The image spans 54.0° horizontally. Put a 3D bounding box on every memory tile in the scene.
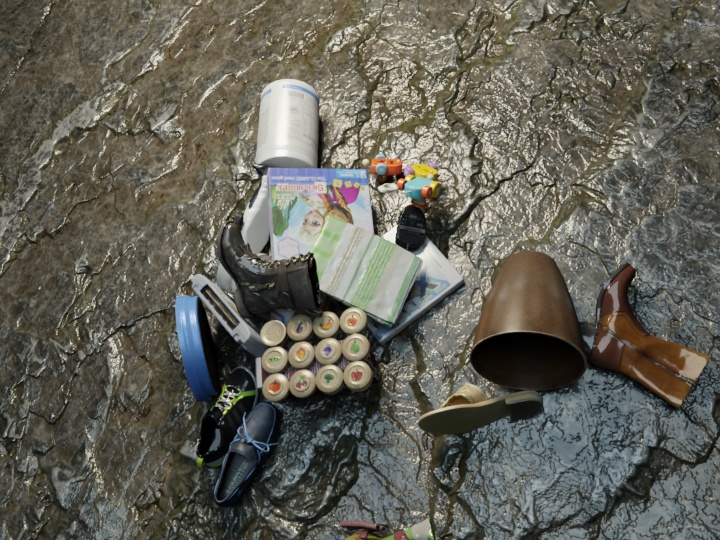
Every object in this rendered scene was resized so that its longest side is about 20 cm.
[{"bbox_3d":[-0.080,0.145,1.234,0.199,0.017,0.154,-10,63,12],"label":"memory tile"}]

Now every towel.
[{"bbox_3d":[0.000,0.000,1.311,0.199,0.031,0.150,26,71,2],"label":"towel"}]

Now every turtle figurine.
[{"bbox_3d":[0.034,0.476,1.106,0.193,0.200,0.144,-17,97,4],"label":"turtle figurine"}]

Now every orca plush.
[{"bbox_3d":[-0.226,-0.124,1.469,0.071,0.105,0.201,25,117,47],"label":"orca plush"}]

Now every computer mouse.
[{"bbox_3d":[0.088,-0.032,1.360,0.058,0.034,0.201,13,73,-5],"label":"computer mouse"}]

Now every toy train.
[{"bbox_3d":[0.082,-0.174,1.409,0.150,0.056,0.200,-1,28,-4],"label":"toy train"}]

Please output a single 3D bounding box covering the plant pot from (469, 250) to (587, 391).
[{"bbox_3d":[0.288,0.073,1.208,0.186,0.187,0.201,0,52,16],"label":"plant pot"}]

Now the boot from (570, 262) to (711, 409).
[{"bbox_3d":[0.484,0.103,1.184,0.200,0.069,0.189,27,76,24],"label":"boot"}]

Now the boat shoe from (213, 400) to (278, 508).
[{"bbox_3d":[-0.200,0.332,1.271,0.084,0.069,0.201,17,76,7],"label":"boat shoe"}]

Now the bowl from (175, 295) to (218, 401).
[{"bbox_3d":[-0.302,0.143,1.323,0.039,0.201,0.201,-12,63,-7],"label":"bowl"}]

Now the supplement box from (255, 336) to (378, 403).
[{"bbox_3d":[-0.078,0.183,1.287,0.199,0.109,0.061,-14,62,11],"label":"supplement box"}]

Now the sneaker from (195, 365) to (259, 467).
[{"bbox_3d":[-0.248,0.270,1.311,0.071,0.083,0.201,9,69,19],"label":"sneaker"}]

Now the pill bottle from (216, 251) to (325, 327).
[{"bbox_3d":[-0.177,0.036,1.379,0.200,0.114,0.114,28,76,25],"label":"pill bottle"}]

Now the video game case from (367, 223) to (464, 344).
[{"bbox_3d":[0.068,0.016,1.369,0.200,0.022,0.182,-37,62,-2],"label":"video game case"}]

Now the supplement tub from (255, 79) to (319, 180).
[{"bbox_3d":[-0.154,-0.292,1.512,0.131,0.132,0.201,-5,65,14],"label":"supplement tub"}]

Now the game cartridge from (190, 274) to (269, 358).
[{"bbox_3d":[-0.238,0.095,1.356,0.042,0.133,0.200,-47,57,0],"label":"game cartridge"}]

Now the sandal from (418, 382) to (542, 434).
[{"bbox_3d":[0.200,0.226,1.220,0.211,0.078,0.070,-11,44,5],"label":"sandal"}]

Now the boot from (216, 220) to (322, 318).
[{"bbox_3d":[-0.156,-0.008,1.266,0.174,0.069,0.201,-12,99,27],"label":"boot"}]

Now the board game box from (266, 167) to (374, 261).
[{"bbox_3d":[-0.076,-0.100,1.367,0.199,0.041,0.200,-2,72,-14],"label":"board game box"}]
